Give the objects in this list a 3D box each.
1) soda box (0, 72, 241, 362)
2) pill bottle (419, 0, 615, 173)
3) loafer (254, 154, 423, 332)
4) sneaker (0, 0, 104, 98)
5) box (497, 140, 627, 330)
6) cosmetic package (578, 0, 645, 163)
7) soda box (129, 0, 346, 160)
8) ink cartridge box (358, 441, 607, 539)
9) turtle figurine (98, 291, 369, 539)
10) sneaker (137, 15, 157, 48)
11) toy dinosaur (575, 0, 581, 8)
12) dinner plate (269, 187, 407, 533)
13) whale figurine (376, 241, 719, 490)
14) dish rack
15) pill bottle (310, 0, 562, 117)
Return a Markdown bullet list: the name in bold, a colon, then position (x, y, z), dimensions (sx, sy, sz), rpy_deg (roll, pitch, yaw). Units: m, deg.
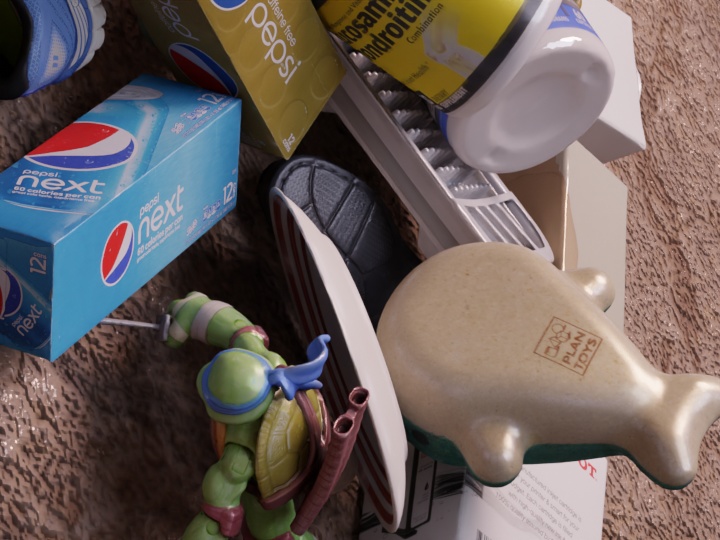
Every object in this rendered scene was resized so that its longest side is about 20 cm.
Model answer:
- **soda box**: position (-0.133, -0.032, 1.200), dimensions (0.200, 0.064, 0.068), rpy_deg (-46, 147, -55)
- **pill bottle**: position (0.067, -0.169, 1.467), dimensions (0.113, 0.114, 0.201), rpy_deg (21, 32, -50)
- **loafer**: position (0.000, 0.000, 1.423), dimensions (0.200, 0.063, 0.072), rpy_deg (41, 73, -32)
- **sneaker**: position (-0.202, -0.176, 1.168), dimensions (0.201, 0.078, 0.089), rpy_deg (60, 32, -17)
- **box**: position (0.118, 0.021, 1.542), dimensions (0.078, 0.094, 0.201), rpy_deg (38, 44, -39)
- **cosmetic package**: position (0.115, -0.154, 1.638), dimensions (0.200, 0.081, 0.114), rpy_deg (29, 51, -48)
- **soda box**: position (-0.077, -0.150, 1.246), dimensions (0.068, 0.064, 0.200), rpy_deg (-56, 146, -20)
- **ink cartridge box**: position (0.073, 0.170, 1.404), dimensions (0.146, 0.084, 0.201), rpy_deg (42, 42, -36)
- **turtle figurine**: position (-0.085, 0.095, 1.222), dimensions (0.145, 0.199, 0.194), rpy_deg (64, 5, 33)
- **sneaker**: position (-0.086, -0.212, 1.389), dimensions (0.199, 0.078, 0.140), rpy_deg (-27, 80, -47)
- **toy dinosaur**: position (0.131, -0.188, 1.552), dimensions (0.200, 0.058, 0.102), rpy_deg (-87, 172, -63)
- **dinner plate**: position (-0.008, 0.047, 1.291), dimensions (0.200, 0.024, 0.202), rpy_deg (159, -90, -82)
- **whale figurine**: position (0.104, 0.069, 1.314), dimensions (0.104, 0.199, 0.160), rpy_deg (92, 24, -51)
- **dish rack**: position (0.035, -0.071, 1.443), dimensions (0.201, 0.043, 0.172), rpy_deg (54, 15, 6)
- **pill bottle**: position (0.009, -0.183, 1.306), dimensions (0.199, 0.112, 0.112), rpy_deg (34, 43, -12)
